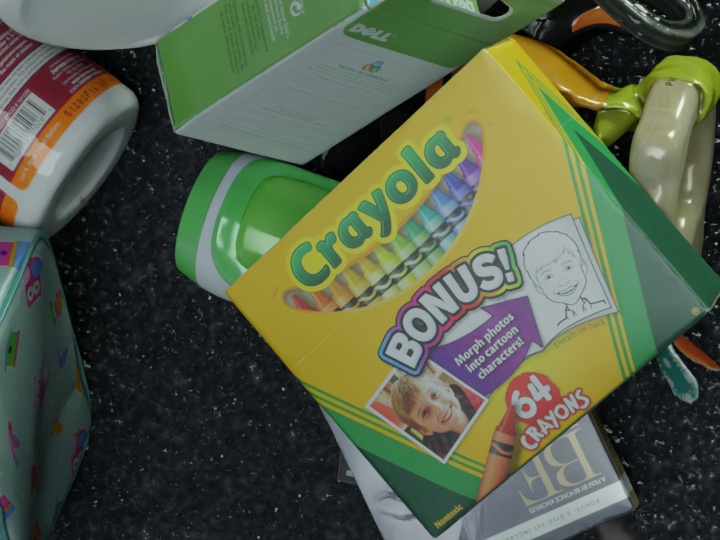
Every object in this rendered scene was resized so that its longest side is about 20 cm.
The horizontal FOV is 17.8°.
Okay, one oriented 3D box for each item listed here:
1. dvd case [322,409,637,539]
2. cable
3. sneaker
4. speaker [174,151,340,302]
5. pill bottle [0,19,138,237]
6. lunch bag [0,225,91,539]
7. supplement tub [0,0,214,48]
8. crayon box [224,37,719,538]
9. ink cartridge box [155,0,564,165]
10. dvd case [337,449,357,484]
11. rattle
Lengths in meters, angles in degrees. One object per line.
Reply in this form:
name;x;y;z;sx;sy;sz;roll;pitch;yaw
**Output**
dvd case;0.054;0.078;1.349;0.148;0.016;0.201;-25;93;18
cable;0.103;-0.193;1.236;0.200;0.097;0.050;44;131;14
sneaker;0.066;-0.104;1.308;0.200;0.070;0.090;-43;85;14
speaker;0.000;0.000;1.291;0.199;0.088;0.089;20;105;12
pill bottle;-0.239;-0.116;1.369;0.199;0.110;0.110;37;107;6
lunch bag;-0.220;0.076;1.353;0.076;0.161;0.201;7;138;10
supplement tub;-0.144;-0.237;1.269;0.139;0.140;0.202;-14;71;17
crayon box;0.057;0.010;1.197;0.200;0.058;0.173;-42;89;23
ink cartridge box;-0.003;-0.131;1.225;0.199;0.103;0.060;-29;64;35
dvd case;0.067;0.041;1.364;0.148;0.016;0.202;9;102;14
rattle;0.132;-0.025;1.276;0.142;0.131;0.201;-1;136;4
